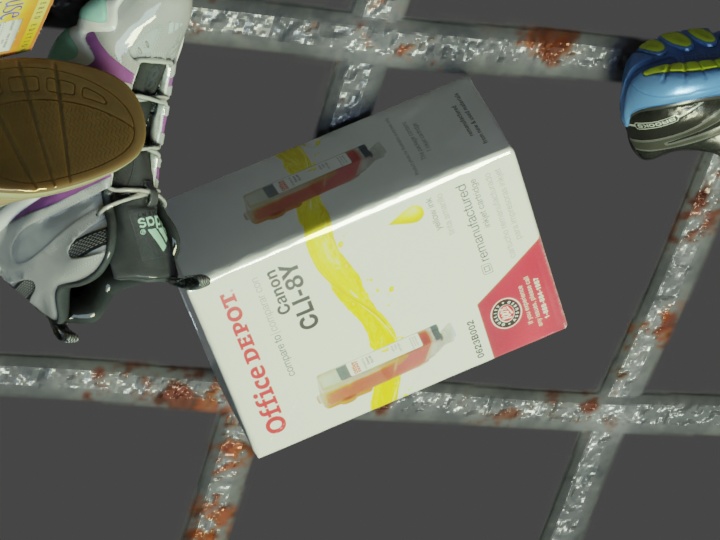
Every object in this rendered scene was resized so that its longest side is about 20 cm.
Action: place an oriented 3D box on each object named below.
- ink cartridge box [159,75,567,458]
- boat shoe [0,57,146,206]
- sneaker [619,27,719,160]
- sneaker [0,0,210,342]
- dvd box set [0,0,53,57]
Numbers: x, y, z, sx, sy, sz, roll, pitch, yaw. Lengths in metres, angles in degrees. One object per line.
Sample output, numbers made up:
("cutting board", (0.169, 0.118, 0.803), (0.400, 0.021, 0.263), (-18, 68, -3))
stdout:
("ink cartridge box", (0.000, 0.000, 1.628), (0.200, 0.083, 0.145), (-23, 130, -3))
("boat shoe", (-0.208, -0.058, 1.436), (0.200, 0.072, 0.065), (-14, 172, -19))
("sneaker", (0.245, -0.099, 1.662), (0.199, 0.071, 0.083), (-4, 132, -12))
("sneaker", (-0.118, -0.048, 1.503), (0.078, 0.140, 0.200), (-7, 139, -52))
("dvd box set", (-0.240, -0.121, 1.340), (0.200, 0.029, 0.146), (-16, 167, -20))
